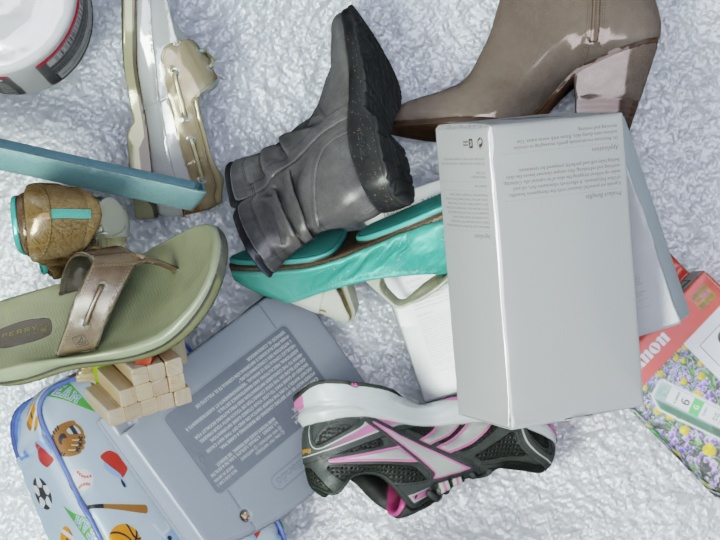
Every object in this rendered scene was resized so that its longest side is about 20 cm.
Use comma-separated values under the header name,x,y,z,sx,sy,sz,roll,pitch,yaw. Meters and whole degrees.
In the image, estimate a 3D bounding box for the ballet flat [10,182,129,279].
name,x,y,z,sx,sy,sz,roll,pitch,yaw
ballet flat,-0.196,-0.032,1.396,0.072,0.200,0.068,-6,86,-4

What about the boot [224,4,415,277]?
name,x,y,z,sx,sy,sz,roll,pitch,yaw
boot,-0.039,-0.097,1.440,0.131,0.201,0.070,-24,131,19

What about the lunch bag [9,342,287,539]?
name,x,y,z,sx,sy,sz,roll,pitch,yaw
lunch bag,-0.144,0.156,1.430,0.160,0.076,0.201,-21,83,-38

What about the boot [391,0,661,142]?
name,x,y,z,sx,sy,sz,roll,pitch,yaw
boot,0.120,-0.168,1.482,0.199,0.070,0.147,1,84,-5

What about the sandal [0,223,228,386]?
name,x,y,z,sx,sy,sz,roll,pitch,yaw
sandal,-0.177,0.022,1.314,0.200,0.057,0.080,-20,50,13

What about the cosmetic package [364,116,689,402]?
name,x,y,z,sx,sy,sz,roll,pitch,yaw
cosmetic package,0.117,-0.007,1.452,0.199,0.052,0.151,-18,92,19

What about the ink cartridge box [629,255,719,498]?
name,x,y,z,sx,sy,sz,roll,pitch,yaw
ink cartridge box,0.235,0.061,1.488,0.109,0.050,0.200,-45,92,-2

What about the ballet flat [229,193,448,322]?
name,x,y,z,sx,sy,sz,roll,pitch,yaw
ballet flat,0.000,0.000,1.434,0.199,0.067,0.071,-15,105,23

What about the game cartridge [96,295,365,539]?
name,x,y,z,sx,sy,sz,roll,pitch,yaw
game cartridge,-0.080,0.109,1.430,0.134,0.040,0.200,52,49,1

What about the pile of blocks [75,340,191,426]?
name,x,y,z,sx,sy,sz,roll,pitch,yaw
pile of blocks,-0.157,0.033,1.394,0.082,0.200,0.062,-7,113,1

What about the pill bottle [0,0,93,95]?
name,x,y,z,sx,sy,sz,roll,pitch,yaw
pill bottle,-0.242,-0.179,1.395,0.110,0.200,0.111,0,89,-3

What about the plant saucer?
name,x,y,z,sx,sy,sz,roll,pitch,yaw
plant saucer,-0.206,-0.071,1.400,0.199,0.070,0.019,13,96,-8

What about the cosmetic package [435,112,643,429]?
name,x,y,z,sx,sy,sz,roll,pitch,yaw
cosmetic package,0.120,-0.003,1.359,0.107,0.085,0.201,-6,96,-24

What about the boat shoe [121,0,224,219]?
name,x,y,z,sx,sy,sz,roll,pitch,yaw
boat shoe,-0.137,-0.139,1.467,0.068,0.075,0.201,-4,100,-4

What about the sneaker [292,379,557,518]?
name,x,y,z,sx,sy,sz,roll,pitch,yaw
sneaker,0.043,0.136,1.444,0.199,0.080,0.087,8,75,-19
